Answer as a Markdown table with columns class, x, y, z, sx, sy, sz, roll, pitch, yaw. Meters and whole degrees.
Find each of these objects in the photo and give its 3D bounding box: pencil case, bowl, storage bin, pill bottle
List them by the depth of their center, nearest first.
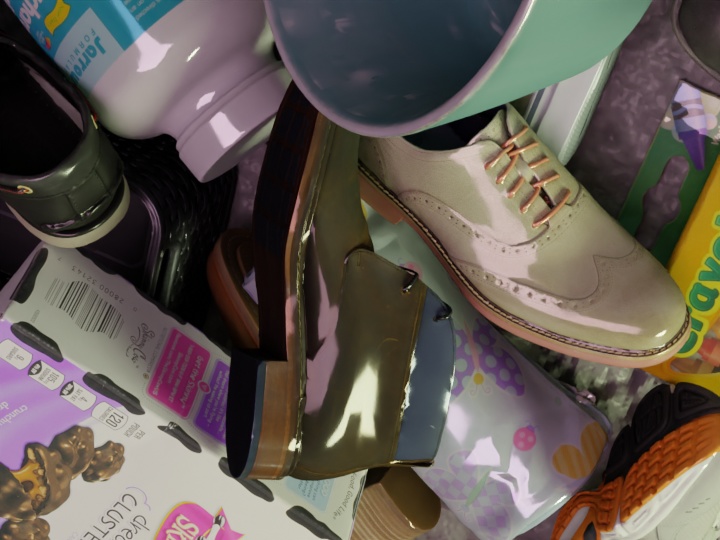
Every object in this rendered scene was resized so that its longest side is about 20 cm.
| class | x | y | z | sx | sy | sz | roll | pitch | yaw |
| --- | --- | --- | --- | --- | --- | --- | --- | --- | --- |
| bowl | 0.053 | -0.152 | 0.653 | 0.200 | 0.104 | 0.202 | 0 | 90 | 55 |
| pill bottle | -0.111 | -0.141 | 0.776 | 0.111 | 0.111 | 0.200 | -40 | 87 | 30 |
| pencil case | 0.034 | 0.043 | 0.812 | 0.200 | 0.083 | 0.091 | 45 | 114 | -5 |
| storage bin | -0.181 | -0.030 | 0.871 | 0.199 | 0.094 | 0.136 | 22 | 117 | 12 |

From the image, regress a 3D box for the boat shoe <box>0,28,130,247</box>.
| class | x | y | z | sx | sy | sz | roll | pitch | yaw |
| --- | --- | --- | --- | --- | --- | --- | --- | --- | --- |
| boat shoe | -0.190 | -0.091 | 0.775 | 0.201 | 0.074 | 0.063 | 39 | 163 | 25 |

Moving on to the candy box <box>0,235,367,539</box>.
| class | x | y | z | sx | sy | sz | roll | pitch | yaw |
| --- | --- | --- | --- | --- | --- | --- | --- | --- | --- |
| candy box | -0.123 | 0.103 | 0.814 | 0.199 | 0.072 | 0.168 | 35 | 126 | -14 |

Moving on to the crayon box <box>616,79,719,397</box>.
| class | x | y | z | sx | sy | sz | roll | pitch | yaw |
| --- | --- | --- | --- | --- | --- | --- | --- | --- | --- |
| crayon box | 0.210 | 0.013 | 0.751 | 0.199 | 0.052 | 0.126 | 26 | 119 | 11 |

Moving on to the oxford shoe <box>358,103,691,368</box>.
| class | x | y | z | sx | sy | sz | roll | pitch | yaw |
| --- | --- | --- | --- | --- | --- | --- | --- | --- | --- |
| oxford shoe | 0.066 | -0.030 | 0.735 | 0.199 | 0.071 | 0.074 | 34 | 151 | 16 |

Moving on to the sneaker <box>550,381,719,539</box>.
| class | x | y | z | sx | sy | sz | roll | pitch | yaw |
| --- | --- | --- | --- | --- | --- | --- | --- | --- | --- |
| sneaker | 0.158 | 0.126 | 0.794 | 0.091 | 0.076 | 0.200 | 22 | 146 | -2 |

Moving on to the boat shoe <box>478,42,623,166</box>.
| class | x | y | z | sx | sy | sz | roll | pitch | yaw |
| --- | --- | --- | --- | --- | --- | --- | --- | --- | --- |
| boat shoe | 0.098 | -0.138 | 0.724 | 0.062 | 0.072 | 0.201 | 25 | 121 | 9 |

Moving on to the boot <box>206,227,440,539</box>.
| class | x | y | z | sx | sy | sz | roll | pitch | yaw |
| --- | --- | --- | --- | --- | --- | --- | --- | --- | --- |
| boot | -0.064 | 0.087 | 0.891 | 0.155 | 0.077 | 0.200 | -26 | 107 | 33 |

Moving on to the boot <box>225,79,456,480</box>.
| class | x | y | z | sx | sy | sz | roll | pitch | yaw |
| --- | --- | --- | --- | --- | --- | --- | --- | --- | --- |
| boot | 0.000 | 0.000 | 0.741 | 0.096 | 0.075 | 0.201 | 8 | 99 | -19 |

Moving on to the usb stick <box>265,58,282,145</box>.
| class | x | y | z | sx | sy | sz | roll | pitch | yaw |
| --- | --- | --- | --- | --- | --- | --- | --- | --- | --- |
| usb stick | 0.000 | -0.138 | 0.786 | 0.055 | 0.033 | 0.201 | 30 | 120 | 16 |

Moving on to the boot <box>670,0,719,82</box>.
| class | x | y | z | sx | sy | sz | roll | pitch | yaw |
| --- | --- | --- | --- | --- | --- | --- | --- | --- | --- |
| boot | 0.194 | -0.057 | 0.642 | 0.181 | 0.200 | 0.073 | 29 | 119 | 9 |
